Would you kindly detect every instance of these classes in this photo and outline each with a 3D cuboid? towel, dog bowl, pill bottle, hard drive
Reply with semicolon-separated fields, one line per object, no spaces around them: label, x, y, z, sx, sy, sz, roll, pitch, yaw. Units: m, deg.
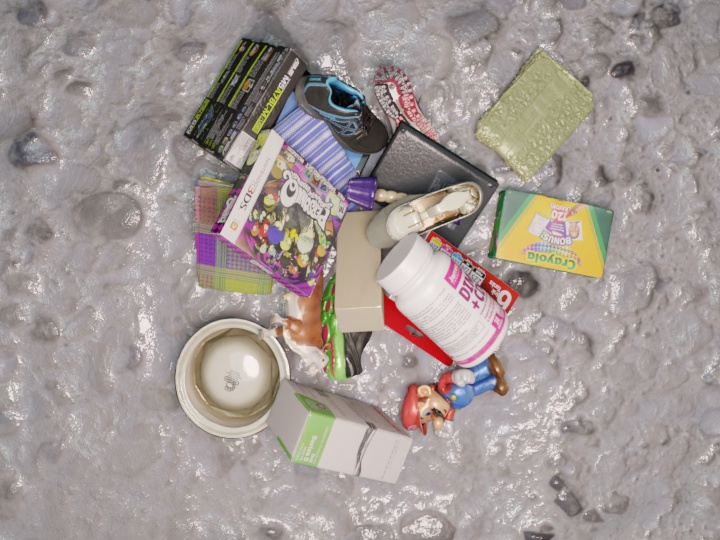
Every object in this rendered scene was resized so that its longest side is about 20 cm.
towel;-0.210;-0.054;1.041;0.140;0.023;0.204;7;119;0
dog bowl;-0.216;0.180;1.061;0.195;0.074;0.206;0;92;-3
towel;0.309;-0.274;1.085;0.148;0.036;0.201;40;89;-3
towel;-0.080;-0.162;1.026;0.144;0.024;0.202;-41;122;-15
pill bottle;0.124;0.044;0.942;0.199;0.113;0.114;42;90;-14
hard drive;0.117;-0.143;1.049;0.197;0.033;0.141;29;113;-9

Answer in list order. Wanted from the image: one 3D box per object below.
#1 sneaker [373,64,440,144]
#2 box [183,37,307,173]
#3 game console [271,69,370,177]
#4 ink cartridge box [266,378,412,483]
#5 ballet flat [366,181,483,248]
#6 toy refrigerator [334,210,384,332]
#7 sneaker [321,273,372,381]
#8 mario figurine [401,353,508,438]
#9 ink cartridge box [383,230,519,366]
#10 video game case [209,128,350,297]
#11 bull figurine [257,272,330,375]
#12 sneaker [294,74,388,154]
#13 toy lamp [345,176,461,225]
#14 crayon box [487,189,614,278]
sneaker;0.084;-0.258;1.063;0.079;0.075;0.204;-19;105;9
box;-0.193;-0.275;0.999;0.047;0.192;0.203;31;91;-39
game console;-0.077;-0.210;1.037;0.115;0.175;0.203;26;90;26
ink cartridge box;-0.035;0.262;1.000;0.197;0.145;0.086;22;91;-27
ballet flat;0.100;-0.091;0.959;0.196;0.064;0.069;-22;93;2
toy refrigerator;0.000;0.000;1.009;0.074;0.071;0.203;-4;50;4
sneaker;-0.022;0.090;1.075;0.082;0.076;0.205;9;84;-36
mario figurine;0.164;0.231;1.058;0.197;0.106;0.126;-26;95;0
ink cartridge box;0.139;0.056;1.048;0.198;0.084;0.178;32;91;-14
video game case;-0.116;-0.085;0.958;0.199;0.035;0.184;39;67;-40
bull figurine;-0.105;0.075;1.031;0.120;0.065;0.205;18;61;-38
sneaker;-0.015;-0.249;0.994;0.198;0.081;0.075;24;78;-42
toy lamp;0.074;-0.118;1.015;0.195;0.058;0.060;8;91;0
crayon box;0.333;-0.064;1.080;0.195;0.058;0.122;10;91;-2
